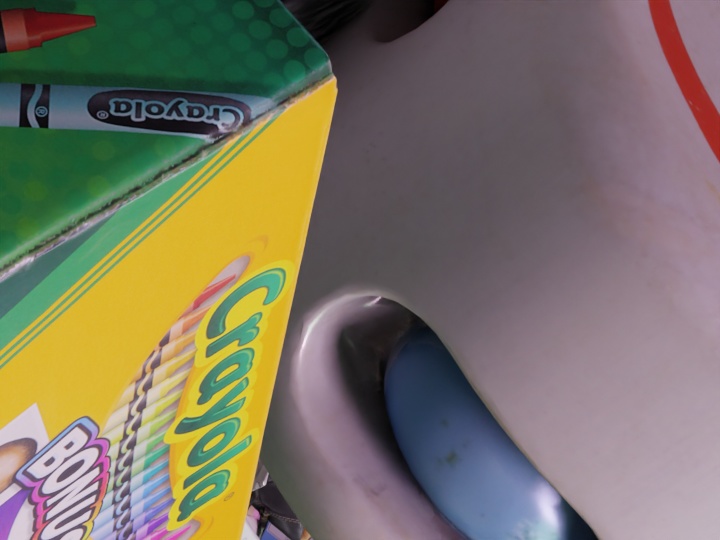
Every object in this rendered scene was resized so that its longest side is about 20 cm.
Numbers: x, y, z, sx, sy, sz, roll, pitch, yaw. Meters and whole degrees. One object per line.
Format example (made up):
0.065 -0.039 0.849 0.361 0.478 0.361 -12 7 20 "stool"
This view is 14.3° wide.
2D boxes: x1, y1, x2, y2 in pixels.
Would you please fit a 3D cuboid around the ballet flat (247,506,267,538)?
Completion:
-0.103 0.143 1.291 0.200 0.071 0.069 -33 147 3 "ballet flat"

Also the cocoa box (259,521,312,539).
0.074 0.083 1.309 0.200 0.133 0.131 -24 142 -53 "cocoa box"

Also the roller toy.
0.059 0.006 0.672 0.182 0.200 0.140 25 129 -40 "roller toy"

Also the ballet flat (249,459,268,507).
-0.066 0.068 1.011 0.068 0.068 0.200 -43 172 8 "ballet flat"

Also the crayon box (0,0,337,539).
-0.077 0.026 0.511 0.119 0.058 0.200 -33 159 -23 "crayon box"

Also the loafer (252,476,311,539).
0.022 0.032 1.122 0.200 0.072 0.073 -38 170 32 "loafer"

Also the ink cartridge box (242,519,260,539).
-0.083 0.141 1.225 0.095 0.037 0.200 -33 134 -4 "ink cartridge box"
